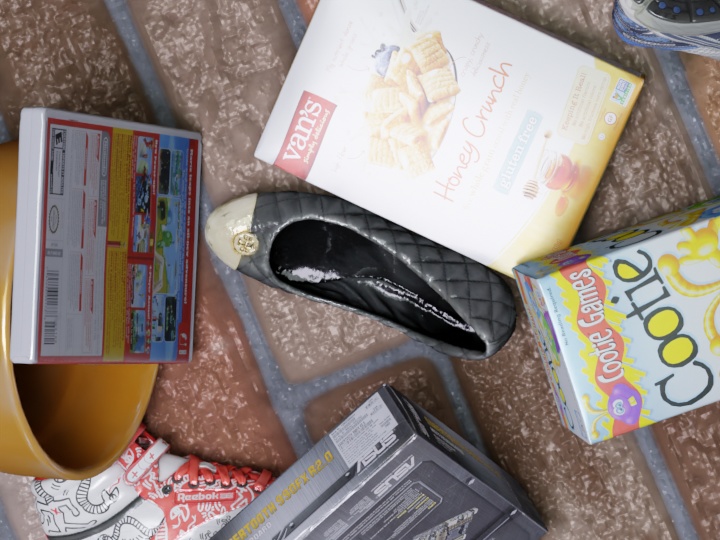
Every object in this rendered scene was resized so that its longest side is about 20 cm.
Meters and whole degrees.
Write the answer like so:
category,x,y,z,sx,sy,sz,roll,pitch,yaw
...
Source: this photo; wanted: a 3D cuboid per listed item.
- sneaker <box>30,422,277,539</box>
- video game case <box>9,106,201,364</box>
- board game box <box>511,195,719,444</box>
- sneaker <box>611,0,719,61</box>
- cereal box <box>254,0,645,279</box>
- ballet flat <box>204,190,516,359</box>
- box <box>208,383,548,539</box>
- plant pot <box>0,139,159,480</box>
category,x,y,z,sx,sy,sz,roll,pitch,yaw
sneaker,-0.104,0.135,1.780,0.201,0.067,0.108,-20,96,11
video game case,-0.146,-0.017,1.696,0.017,0.200,0.144,2,89,23
board game box,0.203,0.017,1.691,0.199,0.103,0.105,-19,95,-3
sneaker,0.239,-0.162,1.709,0.199,0.085,0.077,1,71,-13
cereal box,0.053,-0.093,1.749,0.199,0.040,0.144,24,101,3
ballet flat,0.000,0.000,1.754,0.199,0.057,0.067,17,117,6
box,-0.007,0.175,1.733,0.200,0.158,0.048,-42,49,10
plant pot,-0.241,0.020,1.734,0.183,0.200,0.201,2,97,23
